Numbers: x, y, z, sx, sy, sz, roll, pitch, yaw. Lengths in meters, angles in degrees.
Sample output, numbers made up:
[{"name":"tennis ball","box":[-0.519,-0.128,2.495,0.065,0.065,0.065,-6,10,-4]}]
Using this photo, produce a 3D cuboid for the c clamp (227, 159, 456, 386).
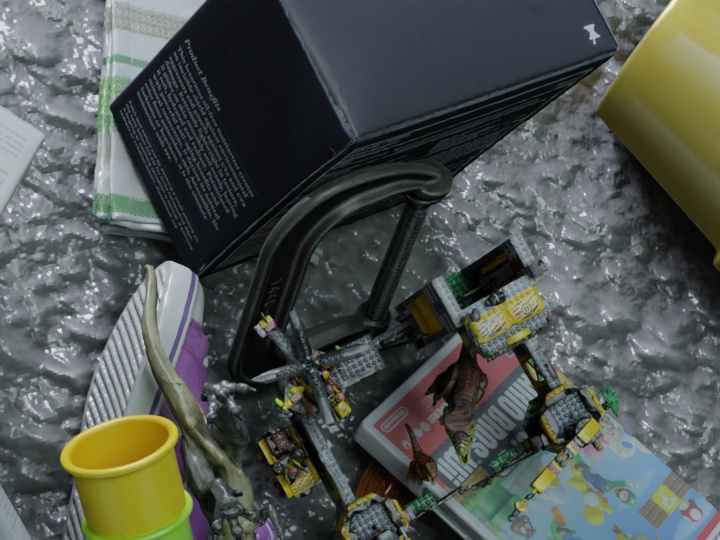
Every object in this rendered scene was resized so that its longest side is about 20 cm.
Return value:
[{"name":"c clamp","box":[0.000,0.000,1.074,0.170,0.200,0.027,-22,61,-25]}]

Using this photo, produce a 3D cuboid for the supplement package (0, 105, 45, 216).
[{"name":"supplement package","box":[-0.266,-0.002,0.962,0.117,0.117,0.200,33,59,-15]}]

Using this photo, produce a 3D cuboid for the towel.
[{"name":"towel","box":[-0.090,-0.105,1.155,0.149,0.031,0.201,11,65,-28]}]

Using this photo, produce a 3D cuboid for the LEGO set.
[{"name":"LEGO set","box":[0.046,0.070,1.039,0.199,0.116,0.154,-20,85,-13]}]

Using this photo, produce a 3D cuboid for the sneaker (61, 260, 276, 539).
[{"name":"sneaker","box":[-0.094,0.102,1.053,0.114,0.073,0.201,18,75,-26]}]

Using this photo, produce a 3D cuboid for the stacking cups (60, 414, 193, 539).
[{"name":"stacking cups","box":[-0.098,0.175,0.969,0.060,0.060,0.201,-27,114,-33]}]

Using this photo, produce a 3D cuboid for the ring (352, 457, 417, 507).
[{"name":"ring","box":[0.087,0.170,1.115,0.200,0.019,0.201,15,47,-16]}]

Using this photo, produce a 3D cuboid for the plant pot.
[{"name":"plant pot","box":[0.267,-0.100,1.262,0.189,0.201,0.201,37,57,6]}]

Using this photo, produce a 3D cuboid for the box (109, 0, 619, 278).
[{"name":"box","box":[-0.001,-0.109,1.070,0.200,0.198,0.124,-22,82,-36]}]

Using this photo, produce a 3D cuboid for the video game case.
[{"name":"video game case","box":[0.110,0.124,1.139,0.200,0.017,0.143,42,46,9]}]

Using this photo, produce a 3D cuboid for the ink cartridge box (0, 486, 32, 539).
[{"name":"ink cartridge box","box":[-0.250,0.152,0.872,0.199,0.041,0.200,-28,106,-2]}]

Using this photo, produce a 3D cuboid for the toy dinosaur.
[{"name":"toy dinosaur","box":[-0.074,0.093,0.978,0.047,0.088,0.201,-23,96,-13]}]
